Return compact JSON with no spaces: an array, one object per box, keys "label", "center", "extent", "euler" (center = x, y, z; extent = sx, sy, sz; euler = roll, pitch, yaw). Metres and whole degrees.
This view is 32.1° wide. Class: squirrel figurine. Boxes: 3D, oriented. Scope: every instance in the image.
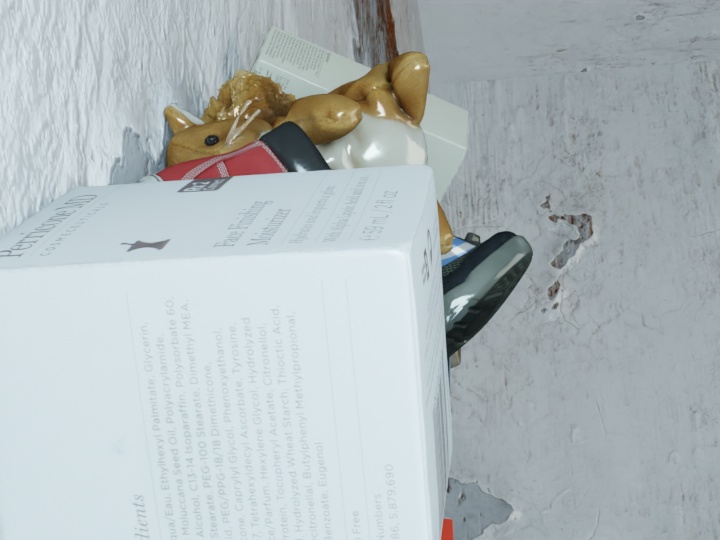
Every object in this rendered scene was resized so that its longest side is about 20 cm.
[{"label":"squirrel figurine","center":[-0.056,-0.078,0.913],"extent":[0.200,0.185,0.143],"euler":[-154,-125,-66]}]

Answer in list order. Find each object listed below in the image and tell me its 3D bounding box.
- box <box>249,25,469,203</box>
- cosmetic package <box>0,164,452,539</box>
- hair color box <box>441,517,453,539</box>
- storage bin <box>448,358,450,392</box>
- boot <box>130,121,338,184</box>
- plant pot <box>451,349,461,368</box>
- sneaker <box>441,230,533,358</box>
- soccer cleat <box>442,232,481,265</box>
[{"label":"box","center":[-0.005,-0.137,1.108],"extent":[0.082,0.199,0.069],"euler":[-78,-167,-57]},{"label":"cosmetic package","center":[-0.061,0.050,0.603],"extent":[0.165,0.198,0.167],"euler":[-69,156,-73]},{"label":"hair color box","center":[-0.008,0.254,0.984],"extent":[0.200,0.101,0.062],"euler":[122,-25,-49]},{"label":"storage bin","center":[-0.004,0.111,1.120],"extent":[0.200,0.093,0.136],"euler":[-25,119,-57]},{"label":"boot","center":[-0.045,0.015,0.782],"extent":[0.072,0.143,0.201],"euler":[-3,-71,66]},{"label":"plant pot","center":[0.016,0.046,1.301],"extent":[0.200,0.172,0.202],"euler":[-3,90,-83]},{"label":"sneaker","center":[0.014,0.020,0.831],"extent":[0.115,0.199,0.076],"euler":[53,9,18]},{"label":"soccer cleat","center":[0.052,-0.009,1.171],"extent":[0.070,0.199,0.087],"euler":[-5,-112,55]}]
